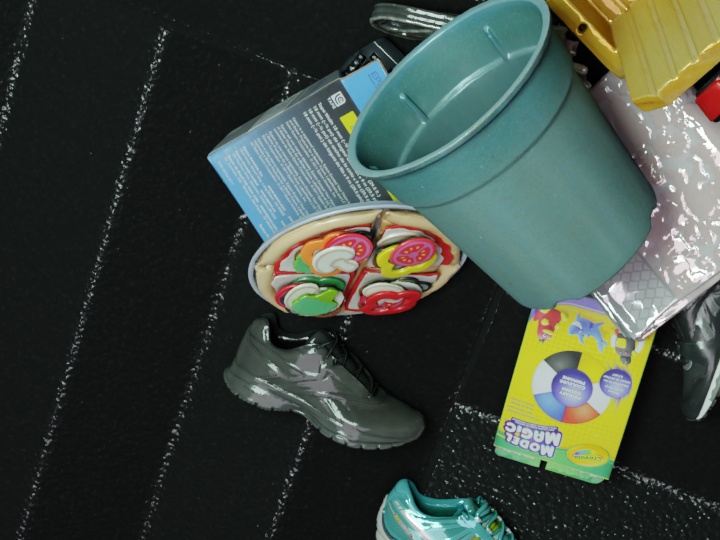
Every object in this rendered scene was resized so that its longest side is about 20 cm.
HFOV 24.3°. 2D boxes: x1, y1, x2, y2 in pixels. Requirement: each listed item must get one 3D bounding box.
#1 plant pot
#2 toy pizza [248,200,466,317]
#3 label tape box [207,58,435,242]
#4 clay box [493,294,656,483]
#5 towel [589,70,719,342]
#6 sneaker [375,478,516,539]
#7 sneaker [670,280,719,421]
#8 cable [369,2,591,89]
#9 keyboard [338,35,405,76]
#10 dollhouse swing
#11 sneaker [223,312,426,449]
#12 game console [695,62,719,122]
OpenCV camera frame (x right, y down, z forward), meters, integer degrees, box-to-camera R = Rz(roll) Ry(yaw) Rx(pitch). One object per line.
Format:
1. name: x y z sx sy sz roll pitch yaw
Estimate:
1. plant pot: 0.127 -0.084 1.359 0.200 0.200 0.196 -33 117 22
2. toy pizza: 0.000 0.000 1.495 0.200 0.032 0.200 -7 153 -4
3. label tape box: -0.016 -0.096 1.497 0.200 0.063 0.144 -26 104 30
4. clay box: 0.197 0.108 1.553 0.115 0.048 0.200 15 113 7
5. towel: 0.244 -0.067 1.451 0.191 0.032 0.200 -44 80 24
6. sneaker: 0.113 0.261 1.621 0.200 0.078 0.080 18 105 5
7. sneaker: 0.303 0.033 1.496 0.087 0.076 0.200 18 107 15
8. cable: 0.102 -0.193 1.432 0.199 0.097 0.050 10 87 6
9. keyboard: 0.063 -0.123 1.474 0.200 0.040 0.104 44 121 3
10. dollhouse swing: 0.232 -0.258 1.331 0.182 0.176 0.200 45 114 -7
11. sneaker: -0.028 0.105 1.591 0.200 0.076 0.091 21 107 1
12. game console: 0.341 -0.198 1.318 0.031 0.200 0.177 46 114 1
